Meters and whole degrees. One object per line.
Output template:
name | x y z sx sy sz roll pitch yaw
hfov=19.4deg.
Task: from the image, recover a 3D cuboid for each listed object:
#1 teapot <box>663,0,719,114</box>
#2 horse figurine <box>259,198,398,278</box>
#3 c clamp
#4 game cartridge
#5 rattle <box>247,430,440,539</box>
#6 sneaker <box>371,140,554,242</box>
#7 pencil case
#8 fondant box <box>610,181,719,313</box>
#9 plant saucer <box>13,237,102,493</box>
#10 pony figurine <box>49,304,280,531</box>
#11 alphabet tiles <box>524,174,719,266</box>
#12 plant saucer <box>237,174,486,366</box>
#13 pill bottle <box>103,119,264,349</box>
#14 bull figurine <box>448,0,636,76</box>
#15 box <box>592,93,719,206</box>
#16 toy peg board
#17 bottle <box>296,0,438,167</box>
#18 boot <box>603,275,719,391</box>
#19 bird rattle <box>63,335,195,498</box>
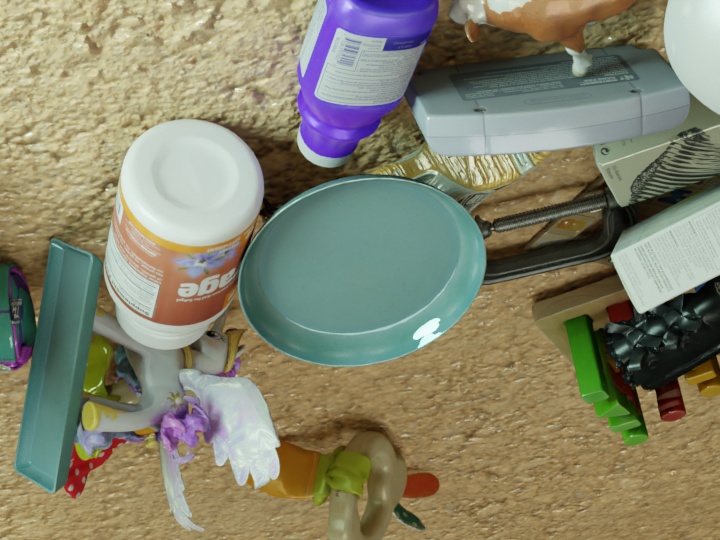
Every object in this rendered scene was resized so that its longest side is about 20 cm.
teapot | 0.321 -0.169 1.474 0.199 0.146 0.198 -20 139 -33
horse figurine | 0.000 0.000 1.792 0.132 0.050 0.200 12 169 24
c clamp | 0.164 -0.041 1.817 0.198 0.027 0.171 -16 155 7
game cartridge | 0.138 -0.127 1.571 0.198 0.133 0.041 -7 110 -5
rattle | -0.019 0.227 2.190 0.142 0.131 0.200 -10 179 22
sneaker | 0.082 -0.085 1.696 0.199 0.076 0.088 -28 170 22
pencil case | -0.372 0.049 1.742 0.198 0.093 0.085 -7 161 -2
fondant box | 0.311 -0.043 1.741 0.199 0.059 0.144 -26 -176 14
plant saucer | -0.248 0.078 1.732 0.019 0.202 0.070 5 -171 -39
pony figurine | -0.164 0.112 1.799 0.199 0.195 0.166 9 152 -41
alphabet tiles | 0.265 -0.058 1.846 0.166 0.008 0.200 9 146 -30
plant saucer | 0.000 -0.004 1.664 0.198 0.028 0.201 -6 134 -6
pill bottle | -0.145 -0.021 1.672 0.111 0.113 0.200 -2 150 -14
bull figurine | 0.163 -0.203 1.507 0.199 0.066 0.121 -23 152 26
box | 0.284 -0.124 1.674 0.199 0.069 0.082 -19 150 15
toy peg board | 0.293 0.079 1.991 0.198 0.098 0.200 -20 152 16
bottle | -0.003 -0.150 1.542 0.083 0.066 0.200 -1 149 -15
boot | 0.319 0.052 1.858 0.162 0.074 0.198 -35 150 26
bird rattle | -0.222 0.139 1.945 0.162 0.113 0.200 -21 156 -14
